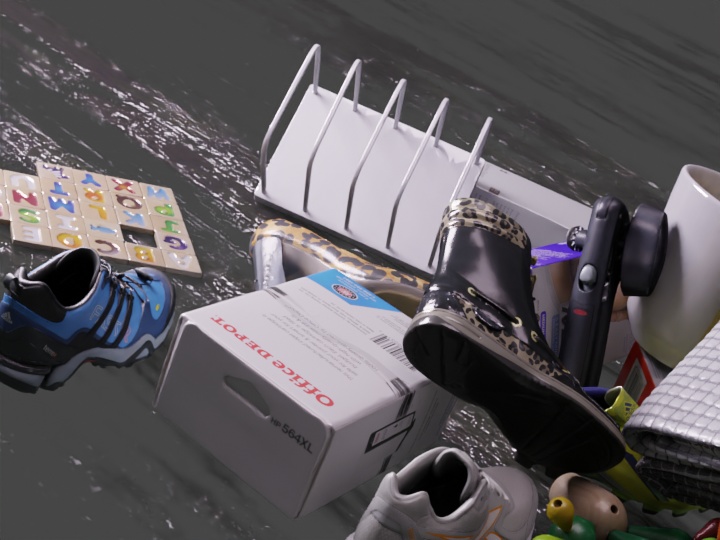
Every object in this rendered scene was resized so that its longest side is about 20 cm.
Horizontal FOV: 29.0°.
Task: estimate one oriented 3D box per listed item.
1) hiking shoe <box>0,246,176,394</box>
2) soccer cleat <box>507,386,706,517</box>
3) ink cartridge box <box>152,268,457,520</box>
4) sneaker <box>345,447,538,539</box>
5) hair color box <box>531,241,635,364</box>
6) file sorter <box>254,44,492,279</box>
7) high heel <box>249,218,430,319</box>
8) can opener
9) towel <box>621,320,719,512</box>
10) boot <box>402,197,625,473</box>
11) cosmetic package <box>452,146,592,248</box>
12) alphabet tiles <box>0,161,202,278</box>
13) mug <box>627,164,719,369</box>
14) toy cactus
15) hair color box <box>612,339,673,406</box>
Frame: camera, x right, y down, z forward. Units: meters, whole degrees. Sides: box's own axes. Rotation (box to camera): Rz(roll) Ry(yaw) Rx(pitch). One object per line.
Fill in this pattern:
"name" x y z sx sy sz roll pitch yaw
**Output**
"hiking shoe" -0.190 0.024 1.014 0.074 0.087 0.200 28 24 16
"soccer cleat" 0.215 0.138 1.118 0.198 0.084 0.065 17 23 -10
"ink cartridge box" -0.033 0.083 1.024 0.145 0.085 0.199 34 27 24
"sneaker" 0.071 0.158 0.943 0.075 0.093 0.199 34 26 27
"hair color box" 0.181 0.036 1.264 0.064 0.111 0.199 6 11 35
"file sorter" 0.013 -0.113 1.359 0.198 0.140 0.125 24 -22 6
"high heel" 0.000 0.000 1.242 0.198 0.072 0.143 7 32 -10
"can opener" 0.199 0.035 1.189 0.078 0.202 0.063 18 1 40
"towel" 0.314 0.108 1.019 0.165 0.086 0.199 -38 24 -25
"boot" 0.127 0.047 1.057 0.203 0.073 0.155 35 42 -20
"cosmetic package" 0.166 -0.047 1.480 0.198 0.082 0.113 22 21 4
"alphabet tiles" -0.248 -0.053 1.233 0.198 0.008 0.168 11 26 -24
"mug" 0.320 0.020 1.213 0.148 0.154 0.187 12 25 -37
"toy cactus" 0.188 0.190 0.996 0.198 0.103 0.165 -1 21 -25
"hair color box" 0.335 0.137 1.255 0.198 0.062 0.102 18 23 -7
